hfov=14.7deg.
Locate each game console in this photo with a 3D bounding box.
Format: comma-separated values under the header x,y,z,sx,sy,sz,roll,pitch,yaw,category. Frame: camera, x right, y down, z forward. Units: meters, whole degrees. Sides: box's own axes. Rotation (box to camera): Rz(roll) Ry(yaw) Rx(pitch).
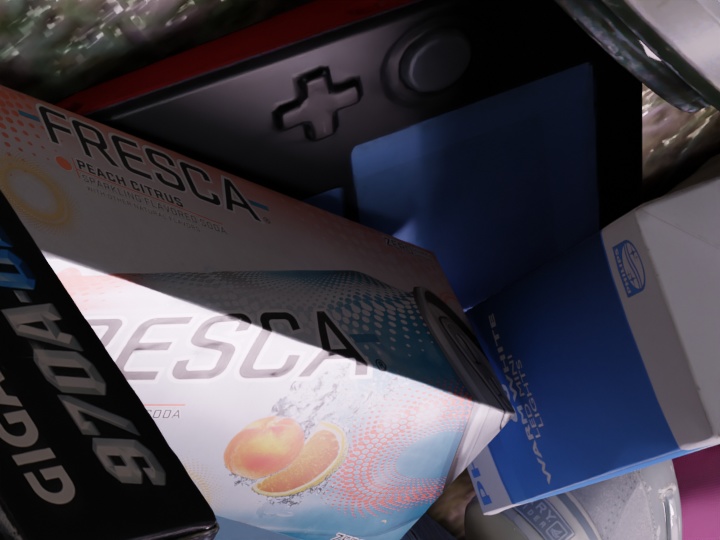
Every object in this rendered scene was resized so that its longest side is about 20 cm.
x,y,z,sx,sy,sz,roll,pitch,yaw,category
0.000,0.000,0.804,0.176,0.031,0.201,-23,140,-15,game console

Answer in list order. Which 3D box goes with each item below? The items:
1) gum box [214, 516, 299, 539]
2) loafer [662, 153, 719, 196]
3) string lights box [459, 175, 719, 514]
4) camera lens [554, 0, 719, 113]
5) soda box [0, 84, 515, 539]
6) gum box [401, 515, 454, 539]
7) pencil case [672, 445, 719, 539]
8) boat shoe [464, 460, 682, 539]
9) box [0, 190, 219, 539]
x,y,z,sx,sy,sz,roll,pitch,yaw,category
-0.014,0.147,0.774,0.044,0.171,0.200,-27,130,33,gum box
0.098,0.017,0.929,0.199,0.070,0.070,-29,150,-13,loafer
0.094,0.014,0.732,0.102,0.059,0.200,-19,175,-16,string lights box
0.111,-0.141,0.618,0.200,0.160,0.160,-43,150,13,camera lens
-0.058,0.011,0.711,0.199,0.069,0.064,20,122,-39,soda box
-0.031,0.154,0.993,0.170,0.045,0.200,-37,155,2,gum box
0.147,0.070,0.974,0.199,0.091,0.094,-17,-146,45,pencil case
0.082,0.113,0.928,0.071,0.070,0.201,-35,151,-16,boat shoe
-0.125,0.033,0.582,0.046,0.200,0.159,-9,142,-43,box
